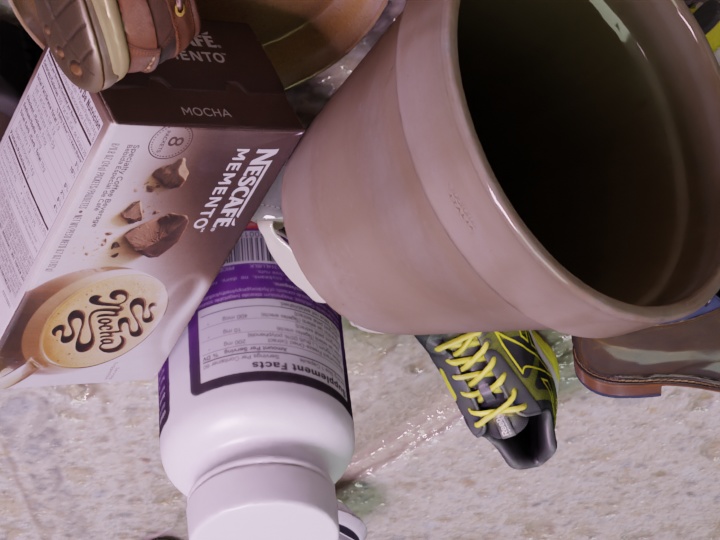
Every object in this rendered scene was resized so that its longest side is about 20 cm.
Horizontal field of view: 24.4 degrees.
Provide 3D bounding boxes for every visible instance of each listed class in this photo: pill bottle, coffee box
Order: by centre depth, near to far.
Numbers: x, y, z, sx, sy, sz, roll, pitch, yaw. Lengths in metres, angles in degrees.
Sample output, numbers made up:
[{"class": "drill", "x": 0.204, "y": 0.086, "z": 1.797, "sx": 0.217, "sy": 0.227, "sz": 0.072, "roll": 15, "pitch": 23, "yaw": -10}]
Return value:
[{"class": "coffee box", "x": -0.128, "y": -0.032, "z": 0.860, "sx": 0.112, "sy": 0.080, "sz": 0.200, "roll": 0, "pitch": 139, "yaw": -39}, {"class": "pill bottle", "x": -0.062, "y": 0.069, "z": 0.966, "sx": 0.110, "sy": 0.201, "sz": 0.112, "roll": -4, "pitch": 142, "yaw": -3}]

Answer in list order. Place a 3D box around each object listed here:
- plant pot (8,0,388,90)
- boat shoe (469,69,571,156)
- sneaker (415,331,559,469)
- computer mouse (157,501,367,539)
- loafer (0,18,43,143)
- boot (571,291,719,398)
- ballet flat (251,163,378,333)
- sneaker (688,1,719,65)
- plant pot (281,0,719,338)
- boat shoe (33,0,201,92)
[{"class": "plant pot", "x": -0.080, "y": -0.162, "z": 0.829, "sx": 0.198, "sy": 0.028, "sz": 0.201, "roll": -5, "pitch": 141, "yaw": -4}, {"class": "boat shoe", "x": 0.069, "y": -0.090, "z": 0.906, "sx": 0.060, "sy": 0.072, "sz": 0.201, "roll": 18, "pitch": 137, "yaw": -34}, {"class": "sneaker", "x": 0.087, "y": 0.059, "z": 1.084, "sx": 0.074, "sy": 0.085, "sz": 0.200, "roll": -24, "pitch": 139, "yaw": 19}, {"class": "computer mouse", "x": -0.075, "y": 0.211, "z": 1.282, "sx": 0.199, "sy": 0.044, "sz": 0.109, "roll": -28, "pitch": 133, "yaw": 32}, {"class": "loafer", "x": -0.225, "y": -0.105, "z": 0.836, "sx": 0.071, "sy": 0.073, "sz": 0.200, "roll": -32, "pitch": 136, "yaw": 25}, {"class": "boot", "x": 0.230, "y": 0.027, "z": 1.047, "sx": 0.198, "sy": 0.075, "sz": 0.097, "roll": -11, "pitch": 144, "yaw": 7}, {"class": "ballet flat", "x": 0.000, "y": 0.000, "z": 0.949, "sx": 0.067, "sy": 0.064, "sz": 0.200, "roll": 1, "pitch": 150, "yaw": 47}, {"class": "sneaker", "x": 0.153, "y": -0.056, "z": 0.927, "sx": 0.084, "sy": 0.075, "sz": 0.200, "roll": 39, "pitch": 127, "yaw": -8}, {"class": "plant pot", "x": 0.058, "y": -0.047, "z": 0.801, "sx": 0.199, "sy": 0.201, "sz": 0.173, "roll": 24, "pitch": 147, "yaw": -34}, {"class": "boat shoe", "x": -0.119, "y": -0.183, "z": 0.729, "sx": 0.067, "sy": 0.072, "sz": 0.202, "roll": -22, "pitch": 112, "yaw": -27}]
